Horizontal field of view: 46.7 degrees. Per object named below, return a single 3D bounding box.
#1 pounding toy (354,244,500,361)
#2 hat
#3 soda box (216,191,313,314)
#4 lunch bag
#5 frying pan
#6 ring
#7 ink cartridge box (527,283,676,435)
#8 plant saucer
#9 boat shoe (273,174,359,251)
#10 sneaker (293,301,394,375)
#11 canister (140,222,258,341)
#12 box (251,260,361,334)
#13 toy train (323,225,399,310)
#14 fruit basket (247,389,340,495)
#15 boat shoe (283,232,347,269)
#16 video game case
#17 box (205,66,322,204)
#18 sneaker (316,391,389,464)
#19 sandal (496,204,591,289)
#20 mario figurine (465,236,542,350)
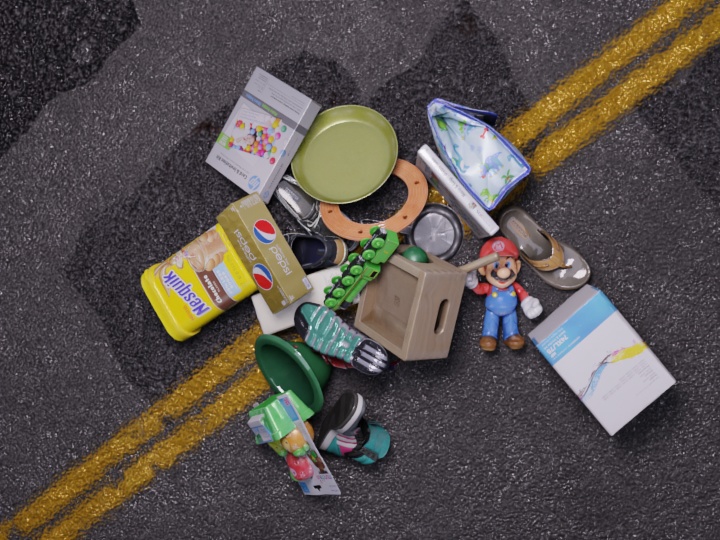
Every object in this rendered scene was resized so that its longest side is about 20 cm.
[{"bbox_3d":[0.113,0.036,1.453,0.140,0.183,0.204,1,109,-38],"label":"pounding toy"},{"bbox_3d":[-0.074,0.156,1.564,0.176,0.165,0.201,-39,96,-34],"label":"hat"},{"bbox_3d":[-0.168,-0.031,1.466,0.067,0.064,0.202,-30,91,48],"label":"soda box"},{"bbox_3d":[0.193,-0.210,1.443,0.127,0.170,0.200,-45,87,7],"label":"lunch bag"},{"bbox_3d":[0.104,-0.086,1.535,0.188,0.031,0.116,32,96,0],"label":"frying pan"},{"bbox_3d":[0.024,-0.126,1.486,0.196,0.019,0.203,-7,50,9],"label":"ring"},{"bbox_3d":[0.416,0.151,1.454,0.146,0.147,0.201,-41,88,7],"label":"ink cartridge box"},{"bbox_3d":[-0.027,-0.205,1.506,0.196,0.031,0.204,-5,66,10],"label":"plant saucer"},{"bbox_3d":[-0.089,-0.102,1.531,0.199,0.071,0.073,36,97,3],"label":"boat shoe"},{"bbox_3d":[-0.031,0.129,1.487,0.199,0.087,0.075,33,88,22],"label":"sneaker"},{"bbox_3d":[-0.287,0.016,1.534,0.198,0.086,0.150,-32,89,20],"label":"canister"},{"bbox_3d":[-0.095,0.049,1.544,0.197,0.068,0.084,-18,92,8],"label":"box"},{"bbox_3d":[0.000,0.000,1.438,0.056,0.042,0.201,17,131,-27],"label":"toy train"},{"bbox_3d":[-0.124,0.325,1.520,0.093,0.185,0.203,-24,88,-28],"label":"fruit basket"},{"bbox_3d":[-0.116,-0.033,1.515,0.197,0.062,0.076,-1,86,36],"label":"boat shoe"},{"bbox_3d":[0.162,-0.131,1.436,0.024,0.200,0.183,-41,89,2],"label":"video game case"},{"bbox_3d":[-0.179,-0.247,1.517,0.155,0.041,0.202,35,99,31],"label":"box"},{"bbox_3d":[0.003,0.291,1.509,0.119,0.200,0.085,19,57,-11],"label":"sneaker"},{"bbox_3d":[0.328,-0.040,1.497,0.082,0.055,0.200,-44,88,7],"label":"sandal"},{"bbox_3d":[0.249,0.042,1.481,0.122,0.105,0.204,-12,103,-37],"label":"mario figurine"}]
